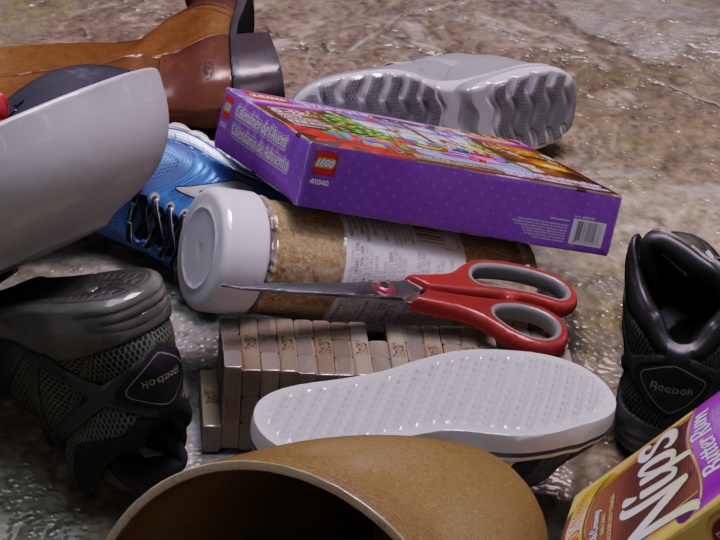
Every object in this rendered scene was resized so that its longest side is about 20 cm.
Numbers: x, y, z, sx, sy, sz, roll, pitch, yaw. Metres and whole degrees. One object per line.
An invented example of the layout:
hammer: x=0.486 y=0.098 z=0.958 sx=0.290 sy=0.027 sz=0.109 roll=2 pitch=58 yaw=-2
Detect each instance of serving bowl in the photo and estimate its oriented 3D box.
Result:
serving bowl: x=-0.184 y=-0.036 z=1.318 sx=0.199 sy=0.066 sz=0.200 roll=-24 pitch=1 yaw=1

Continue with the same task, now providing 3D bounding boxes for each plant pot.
plant pot: x=0.004 y=0.148 z=1.137 sx=0.186 sy=0.187 sz=0.200 roll=19 pitch=21 yaw=21

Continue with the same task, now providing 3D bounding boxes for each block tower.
block tower: x=0.013 y=0.064 z=1.364 sx=0.199 sy=0.058 sz=0.054 roll=1 pitch=31 yaw=-6

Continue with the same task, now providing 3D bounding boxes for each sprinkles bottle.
sprinkles bottle: x=0.000 y=0.000 z=1.406 sx=0.199 sy=0.069 sz=0.068 roll=8 pitch=28 yaw=-27

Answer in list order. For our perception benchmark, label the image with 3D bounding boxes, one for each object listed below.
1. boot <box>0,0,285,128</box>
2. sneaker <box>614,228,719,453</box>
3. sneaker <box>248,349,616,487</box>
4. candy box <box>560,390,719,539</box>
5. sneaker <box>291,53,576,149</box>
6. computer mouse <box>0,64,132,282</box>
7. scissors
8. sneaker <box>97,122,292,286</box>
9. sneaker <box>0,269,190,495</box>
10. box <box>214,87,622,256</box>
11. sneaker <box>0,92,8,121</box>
boot: x=-0.164 y=-0.141 z=1.680 sx=0.199 sy=0.069 sz=0.189 roll=-9 pitch=42 yaw=-10
sneaker: x=0.186 y=0.010 z=1.426 sx=0.076 sy=0.115 sz=0.200 roll=13 pitch=30 yaw=8
sneaker: x=0.033 y=0.094 z=1.296 sx=0.199 sy=0.080 sz=0.079 roll=-5 pitch=36 yaw=-21
candy box: x=0.176 y=0.107 z=1.196 sx=0.056 sy=0.200 sz=0.117 roll=42 pitch=32 yaw=-10
sneaker: x=0.037 y=-0.101 z=1.636 sx=0.199 sy=0.075 sz=0.082 roll=-4 pitch=18 yaw=-27
computer mouse: x=-0.199 y=-0.054 z=1.449 sx=0.199 sy=0.046 sz=0.141 roll=-30 pitch=37 yaw=-4
scissors: x=0.023 y=0.009 z=1.368 sx=0.199 sy=0.014 sz=0.073 roll=10 pitch=37 yaw=-7
sneaker: x=-0.092 y=-0.029 z=1.473 sx=0.199 sy=0.079 sz=0.089 roll=13 pitch=30 yaw=11
sneaker: x=-0.158 y=0.062 z=1.319 sx=0.076 sy=0.115 sz=0.199 roll=-26 pitch=16 yaw=-39
box: x=0.031 y=-0.057 z=1.446 sx=0.199 sy=0.039 sz=0.137 roll=9 pitch=12 yaw=-26
sneaker: x=-0.241 y=-0.088 z=1.335 sx=0.115 sy=0.079 sz=0.200 roll=-26 pitch=4 yaw=-18
